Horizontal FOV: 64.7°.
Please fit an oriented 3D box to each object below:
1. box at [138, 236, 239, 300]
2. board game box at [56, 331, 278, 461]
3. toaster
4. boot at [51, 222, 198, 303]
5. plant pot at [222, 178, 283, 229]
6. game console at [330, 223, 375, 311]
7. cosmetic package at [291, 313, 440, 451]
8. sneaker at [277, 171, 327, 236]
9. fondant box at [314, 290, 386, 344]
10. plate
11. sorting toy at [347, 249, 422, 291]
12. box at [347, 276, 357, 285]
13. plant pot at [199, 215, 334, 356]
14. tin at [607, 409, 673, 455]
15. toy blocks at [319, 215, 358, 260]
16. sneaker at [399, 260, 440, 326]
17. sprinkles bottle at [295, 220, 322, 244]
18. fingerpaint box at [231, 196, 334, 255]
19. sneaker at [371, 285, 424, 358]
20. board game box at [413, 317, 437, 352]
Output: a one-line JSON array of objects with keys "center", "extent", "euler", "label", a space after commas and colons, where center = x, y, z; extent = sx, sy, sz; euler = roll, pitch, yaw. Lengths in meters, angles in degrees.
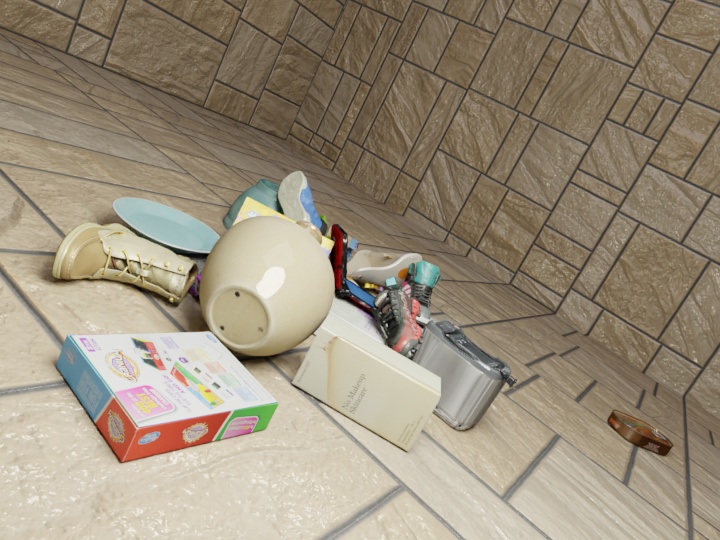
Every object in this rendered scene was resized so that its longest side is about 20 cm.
[{"center": [-0.284, -0.011, 1.013], "extent": [0.199, 0.037, 0.142], "euler": [38, 17, 29], "label": "box"}, {"center": [-0.210, 0.129, 0.640], "extent": [0.152, 0.041, 0.198], "euler": [37, 15, 30], "label": "board game box"}, {"center": [0.174, 0.190, 1.016], "extent": [0.199, 0.131, 0.113], "euler": [36, 16, 30], "label": "toaster"}, {"center": [-0.327, -0.004, 0.817], "extent": [0.153, 0.074, 0.200], "euler": [26, 8, -1], "label": "boot"}, {"center": [-0.222, -0.140, 1.404], "extent": [0.197, 0.136, 0.201], "euler": [28, 13, -7], "label": "plant pot"}, {"center": [0.000, 0.000, 1.178], "extent": [0.116, 0.177, 0.200], "euler": [1, 10, -9], "label": "game console"}, {"center": [0.011, 0.163, 0.839], "extent": [0.197, 0.105, 0.073], "euler": [28, 13, 1], "label": "cosmetic package"}, {"center": [-0.130, -0.132, 1.314], "extent": [0.112, 0.076, 0.202], "euler": [54, 15, -46], "label": "sneaker"}, {"center": [-0.039, 0.094, 1.089], "extent": [0.198, 0.059, 0.144], "euler": [32, 13, 5], "label": "fondant box"}, {"center": [-0.339, -0.072, 1.001], "extent": [0.197, 0.026, 0.201], "euler": [26, 15, -7], "label": "plate"}, {"center": [0.024, 0.002, 1.439], "extent": [0.177, 0.110, 0.198], "euler": [4, 2, -40], "label": "sorting toy"}, {"center": [-0.031, 0.060, 1.267], "extent": [0.118, 0.042, 0.200], "euler": [20, 14, -36], "label": "box"}, {"center": [-0.146, 0.039, 0.797], "extent": [0.198, 0.203, 0.135], "euler": [28, 22, 1], "label": "plant pot"}, {"center": [0.743, 0.431, 1.514], "extent": [0.197, 0.042, 0.112], "euler": [24, 18, -21], "label": "tin"}, {"center": [-0.077, -0.075, 1.537], "extent": [0.135, 0.102, 0.198], "euler": [25, -7, -35], "label": "toy blocks"}, {"center": [0.143, 0.044, 1.321], "extent": [0.082, 0.123, 0.200], "euler": [23, 13, -14], "label": "sneaker"}, {"center": [-0.135, -0.006, 1.022], "extent": [0.067, 0.069, 0.201], "euler": [28, 47, 0], "label": "sprinkles bottle"}, {"center": [-0.167, -0.056, 1.188], "extent": [0.197, 0.075, 0.167], "euler": [27, -16, -7], "label": "fingerpaint box"}, {"center": [0.062, 0.090, 1.023], "extent": [0.098, 0.071, 0.201], "euler": [42, 20, -13], "label": "sneaker"}, {"center": [0.166, 0.161, 1.294], "extent": [0.198, 0.044, 0.199], "euler": [33, 12, 14], "label": "board game box"}]
